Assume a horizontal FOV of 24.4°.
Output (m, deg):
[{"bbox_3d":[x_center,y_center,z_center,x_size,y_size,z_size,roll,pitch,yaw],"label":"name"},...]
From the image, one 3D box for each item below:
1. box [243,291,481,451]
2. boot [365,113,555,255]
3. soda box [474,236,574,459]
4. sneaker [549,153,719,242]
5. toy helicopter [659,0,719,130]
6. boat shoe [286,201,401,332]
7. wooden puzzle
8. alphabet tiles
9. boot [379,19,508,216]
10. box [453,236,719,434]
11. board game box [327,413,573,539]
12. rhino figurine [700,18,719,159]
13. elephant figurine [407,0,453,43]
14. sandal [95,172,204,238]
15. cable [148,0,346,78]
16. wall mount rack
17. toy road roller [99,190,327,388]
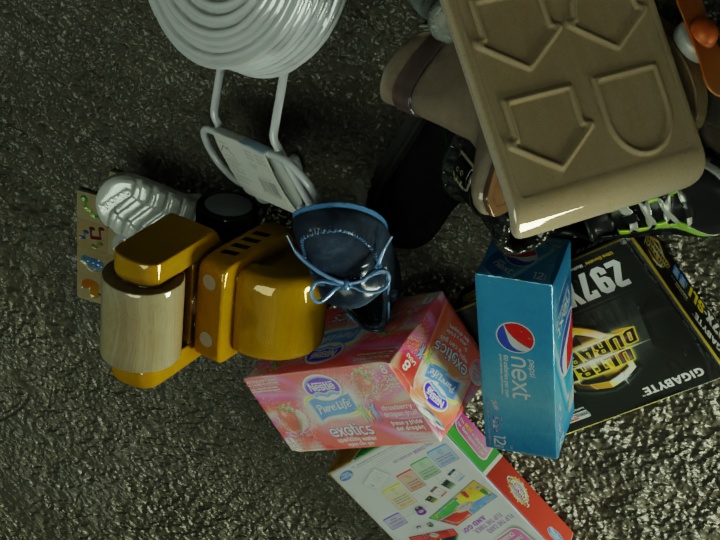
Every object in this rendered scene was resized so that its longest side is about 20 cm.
[{"bbox_3d":[0.005,0.095,1.516,0.200,0.103,0.095,-10,122,47],"label":"box"},{"bbox_3d":[0.091,-0.060,1.359,0.158,0.079,0.211,51,137,30],"label":"boot"},{"bbox_3d":[0.142,0.065,1.420,0.068,0.064,0.200,9,132,19],"label":"soda box"},{"bbox_3d":[0.216,-0.044,1.329,0.200,0.083,0.072,3,127,47],"label":"sneaker"},{"bbox_3d":[0.213,-0.189,1.257,0.132,0.079,0.201,-3,109,49],"label":"toy helicopter"},{"bbox_3d":[0.000,0.000,1.378,0.084,0.069,0.200,-8,160,20],"label":"boat shoe"},{"bbox_3d":[0.145,-0.137,1.180,0.046,0.185,0.201,-12,94,58],"label":"wooden puzzle"},{"bbox_3d":[-0.200,-0.003,1.625,0.166,0.006,0.200,16,129,11],"label":"alphabet tiles"},{"bbox_3d":[0.080,-0.126,1.255,0.146,0.200,0.070,13,140,29],"label":"boot"},{"bbox_3d":[0.202,0.053,1.465,0.200,0.049,0.160,-25,110,36],"label":"box"},{"bbox_3d":[0.089,0.230,1.647,0.153,0.040,0.200,-31,108,37],"label":"board game box"},{"bbox_3d":[0.300,-0.112,1.287,0.087,0.060,0.200,33,138,36],"label":"rhino figurine"},{"bbox_3d":[0.078,-0.281,1.222,0.155,0.142,0.200,-7,129,10],"label":"elephant figurine"},{"bbox_3d":[-0.148,-0.036,1.544,0.202,0.050,0.082,34,115,-19],"label":"sandal"},{"bbox_3d":[-0.088,-0.252,1.300,0.200,0.069,0.201,-24,78,39],"label":"cable"},{"bbox_3d":[-0.075,-0.124,1.406,0.200,0.075,0.174,25,148,55],"label":"wall mount rack"},{"bbox_3d":[-0.117,0.025,1.437,0.146,0.200,0.123,23,124,27],"label":"toy road roller"}]
